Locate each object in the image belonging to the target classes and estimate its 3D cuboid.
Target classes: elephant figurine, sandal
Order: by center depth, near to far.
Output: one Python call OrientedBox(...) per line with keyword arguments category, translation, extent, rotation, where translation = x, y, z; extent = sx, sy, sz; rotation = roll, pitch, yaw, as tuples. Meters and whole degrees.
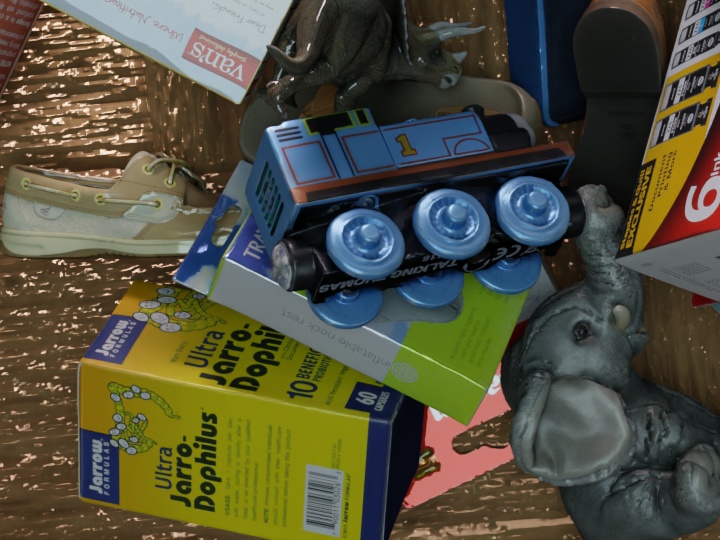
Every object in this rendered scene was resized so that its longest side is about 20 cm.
OrientedBox(category="elephant figurine", translation=(0.144, 0.075, 1.346), extent=(0.200, 0.141, 0.155), rotation=(43, 65, -10))
OrientedBox(category="sandal", translation=(0.014, -0.100, 1.361), extent=(0.200, 0.054, 0.080), rotation=(2, 71, 21))

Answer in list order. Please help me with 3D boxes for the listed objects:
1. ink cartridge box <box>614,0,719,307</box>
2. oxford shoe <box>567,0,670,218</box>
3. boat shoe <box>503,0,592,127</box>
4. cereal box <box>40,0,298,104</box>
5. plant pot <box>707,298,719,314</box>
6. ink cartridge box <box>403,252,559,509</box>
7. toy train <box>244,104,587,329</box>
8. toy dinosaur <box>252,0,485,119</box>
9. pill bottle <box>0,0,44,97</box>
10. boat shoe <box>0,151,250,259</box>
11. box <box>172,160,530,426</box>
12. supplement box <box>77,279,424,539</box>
OrientedBox(category="ink cartridge box", translation=(0.224, -0.089, 1.248), extent=(0.084, 0.176, 0.200), rotation=(21, 76, -16))
OrientedBox(category="oxford shoe", translation=(0.171, -0.094, 1.347), extent=(0.071, 0.071, 0.200), rotation=(9, 129, 15))
OrientedBox(category="boat shoe", translation=(0.128, -0.194, 1.359), extent=(0.069, 0.084, 0.200), rotation=(-10, 117, -20))
OrientedBox(category="cereal box", translation=(-0.087, -0.218, 1.269), extent=(0.144, 0.040, 0.200), rotation=(28, 99, -1))
OrientedBox(category="plant pot", translation=(0.337, -0.032, 1.300), extent=(0.188, 0.200, 0.200), rotation=(21, 98, -17))
OrientedBox(category="ink cartridge box", translation=(0.053, 0.038, 1.398), extent=(0.160, 0.047, 0.200), rotation=(-26, 92, 7))
OrientedBox(category="toy train", translation=(0.033, -0.040, 1.260), extent=(0.200, 0.087, 0.114), rotation=(-12, 64, -21))
OrientedBox(category="toy dinosaur", translation=(-0.016, -0.136, 1.273), extent=(0.077, 0.200, 0.102), rotation=(34, 98, 29))
OrientedBox(category="pill bottle", translation=(-0.268, -0.161, 1.370), extent=(0.112, 0.112, 0.200), rotation=(27, 97, 1))
OrientedBox(category="boat shoe", translation=(-0.140, -0.044, 1.389), extent=(0.200, 0.074, 0.067), rotation=(-2, 97, 9))
OrientedBox(category="box", translation=(0.000, 0.000, 1.317), extent=(0.200, 0.122, 0.048), rotation=(26, 137, 0))
OrientedBox(category="supplement box", translation=(-0.067, 0.092, 1.357), extent=(0.200, 0.109, 0.110), rotation=(10, 121, 10))
